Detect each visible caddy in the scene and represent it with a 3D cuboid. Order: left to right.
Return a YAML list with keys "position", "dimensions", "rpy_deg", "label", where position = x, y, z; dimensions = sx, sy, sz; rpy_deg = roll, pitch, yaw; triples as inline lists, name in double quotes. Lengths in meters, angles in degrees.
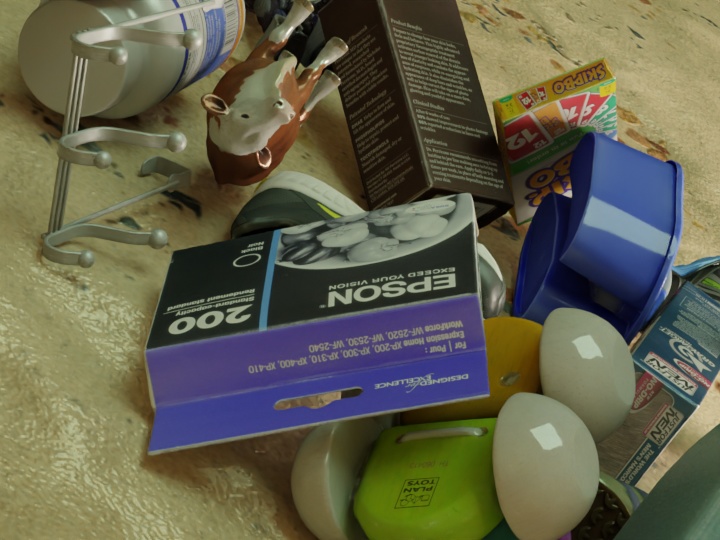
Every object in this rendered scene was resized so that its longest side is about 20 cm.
- position: [0.195, -0.014, 1.527]
  dimensions: [0.105, 0.141, 0.200]
  rpy_deg: [25, 35, -7]
  label: "caddy"

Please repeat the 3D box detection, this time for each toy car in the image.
- position: [0.070, 0.120, 1.140]
  dimensions: [0.200, 0.175, 0.150]
  rpy_deg: [-57, 133, -53]
  label: "toy car"

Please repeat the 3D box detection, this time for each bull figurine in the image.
- position: [-0.065, -0.115, 1.349]
  dimensions: [0.065, 0.121, 0.200]
  rpy_deg: [41, -14, -2]
  label: "bull figurine"

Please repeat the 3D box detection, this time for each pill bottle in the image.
- position: [-0.166, -0.172, 1.410]
  dimensions: [0.112, 0.112, 0.200]
  rpy_deg: [36, 25, 4]
  label: "pill bottle"

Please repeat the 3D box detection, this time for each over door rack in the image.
- position: [-0.133, -0.097, 1.259]
  dimensions: [0.067, 0.148, 0.200]
  rpy_deg: [17, 23, 11]
  label: "over door rack"

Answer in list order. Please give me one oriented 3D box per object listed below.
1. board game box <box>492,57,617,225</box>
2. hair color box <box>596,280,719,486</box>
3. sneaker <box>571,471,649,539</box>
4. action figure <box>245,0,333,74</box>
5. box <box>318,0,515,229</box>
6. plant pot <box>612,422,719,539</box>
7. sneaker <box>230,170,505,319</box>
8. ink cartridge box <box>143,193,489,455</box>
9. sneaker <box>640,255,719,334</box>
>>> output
- position: [0.161, -0.098, 1.597]
  dimensions: [0.200, 0.095, 0.030]
  rpy_deg: [73, -5, -66]
  label: "board game box"
- position: [0.213, 0.085, 1.424]
  dimensions: [0.060, 0.100, 0.200]
  rpy_deg: [36, 24, 7]
  label: "hair color box"
- position: [0.173, 0.173, 1.268]
  dimensions: [0.200, 0.067, 0.090]
  rpy_deg: [31, 11, 0]
  label: "sneaker"
- position: [-0.069, -0.228, 1.693]
  dimensions: [0.130, 0.069, 0.200]
  rpy_deg: [11, 29, -31]
  label: "action figure"
- position: [0.043, -0.130, 1.560]
  dimensions: [0.100, 0.075, 0.200]
  rpy_deg: [10, 59, -43]
  label: "box"
- position: [0.268, 0.164, 1.136]
  dimensions: [0.196, 0.200, 0.196]
  rpy_deg: [34, -14, 0]
  label: "plant pot"
- position: [0.000, 0.000, 1.342]
  dimensions: [0.200, 0.075, 0.085]
  rpy_deg: [19, 32, 18]
  label: "sneaker"
- position: [-0.025, 0.027, 1.153]
  dimensions: [0.198, 0.043, 0.200]
  rpy_deg: [-11, 26, 6]
  label: "ink cartridge box"
- position: [0.283, 0.034, 1.661]
  dimensions: [0.200, 0.071, 0.083]
  rpy_deg: [-3, 58, -52]
  label: "sneaker"
